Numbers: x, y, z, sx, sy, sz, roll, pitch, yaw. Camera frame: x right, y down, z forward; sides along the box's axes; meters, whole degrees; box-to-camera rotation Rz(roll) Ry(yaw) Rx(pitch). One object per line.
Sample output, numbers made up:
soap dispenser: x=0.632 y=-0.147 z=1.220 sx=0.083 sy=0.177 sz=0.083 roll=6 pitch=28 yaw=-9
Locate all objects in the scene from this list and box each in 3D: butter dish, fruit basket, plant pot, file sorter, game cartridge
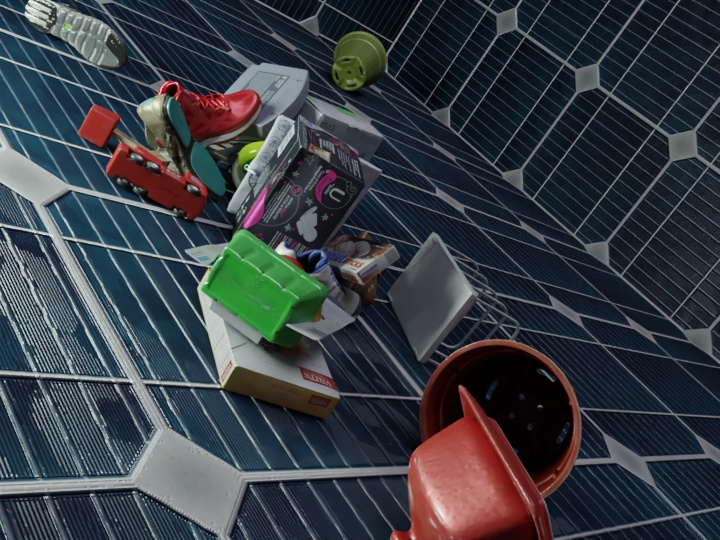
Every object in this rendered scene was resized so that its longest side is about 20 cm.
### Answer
butter dish: x=0.100 y=0.255 z=0.847 sx=0.200 sy=0.147 sz=0.201 roll=-119 pitch=-171 yaw=-57
fruit basket: x=-0.104 y=0.025 z=1.035 sx=0.184 sy=0.094 sz=0.200 roll=35 pitch=5 yaw=7
plant pot: x=0.200 y=0.192 z=1.115 sx=0.201 sy=0.201 sz=0.195 roll=42 pitch=11 yaw=20
file sorter: x=0.152 y=0.063 z=1.410 sx=0.124 sy=0.139 sz=0.200 roll=28 pitch=19 yaw=-28
plant pot: x=-0.022 y=-0.717 z=3.004 sx=0.199 sy=0.201 sz=0.190 roll=33 pitch=31 yaw=-5
game cartridge: x=-0.172 y=-0.302 z=1.516 sx=0.132 sy=0.042 sz=0.201 roll=16 pitch=45 yaw=14

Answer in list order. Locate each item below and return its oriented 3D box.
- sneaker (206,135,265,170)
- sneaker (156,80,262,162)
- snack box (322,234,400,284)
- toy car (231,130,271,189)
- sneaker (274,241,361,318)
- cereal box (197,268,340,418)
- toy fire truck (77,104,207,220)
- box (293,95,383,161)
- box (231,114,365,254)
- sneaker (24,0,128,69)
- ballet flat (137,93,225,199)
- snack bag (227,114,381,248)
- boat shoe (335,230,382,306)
sneaker: x=-0.246 y=-0.219 z=1.516 sx=0.198 sy=0.080 sz=0.079 roll=5 pitch=28 yaw=-8
sneaker: x=-0.249 y=-0.264 z=1.378 sx=0.078 sy=0.199 sz=0.116 roll=38 pitch=-26 yaw=31
snack box: x=-0.012 y=-0.019 z=1.309 sx=0.024 sy=0.072 sz=0.200 roll=58 pitch=-15 yaw=-19
toy car: x=-0.119 y=-0.139 z=1.445 sx=0.199 sy=0.174 sz=0.151 roll=23 pitch=58 yaw=-34
sneaker: x=-0.057 y=0.019 z=1.225 sx=0.199 sy=0.089 sz=0.075 roll=17 pitch=23 yaw=-46
cereal box: x=-0.114 y=0.085 z=1.033 sx=0.143 sy=0.040 sz=0.200 roll=22 pitch=22 yaw=-32
toy fire truck: x=-0.320 y=-0.159 z=1.262 sx=0.199 sy=0.049 sz=0.141 roll=29 pitch=18 yaw=-22
box: x=-0.079 y=-0.228 z=1.652 sx=0.097 sy=0.177 sz=0.199 roll=44 pitch=21 yaw=32
box: x=-0.094 y=-0.102 z=1.265 sx=0.114 sy=0.201 sz=0.133 roll=29 pitch=24 yaw=-20
sneaker: x=-0.517 y=-0.453 z=1.605 sx=0.199 sy=0.075 sz=0.116 roll=31 pitch=16 yaw=-11
ballet flat: x=-0.283 y=-0.188 z=1.329 sx=0.201 sy=0.075 sz=0.068 roll=62 pitch=27 yaw=-43
snack bag: x=-0.095 y=-0.126 z=1.349 sx=0.187 sy=0.200 sz=0.021 roll=26 pitch=31 yaw=-21
boat shoe: x=0.000 y=0.000 z=1.412 sx=0.067 sy=0.072 sz=0.200 roll=37 pitch=24 yaw=-11
